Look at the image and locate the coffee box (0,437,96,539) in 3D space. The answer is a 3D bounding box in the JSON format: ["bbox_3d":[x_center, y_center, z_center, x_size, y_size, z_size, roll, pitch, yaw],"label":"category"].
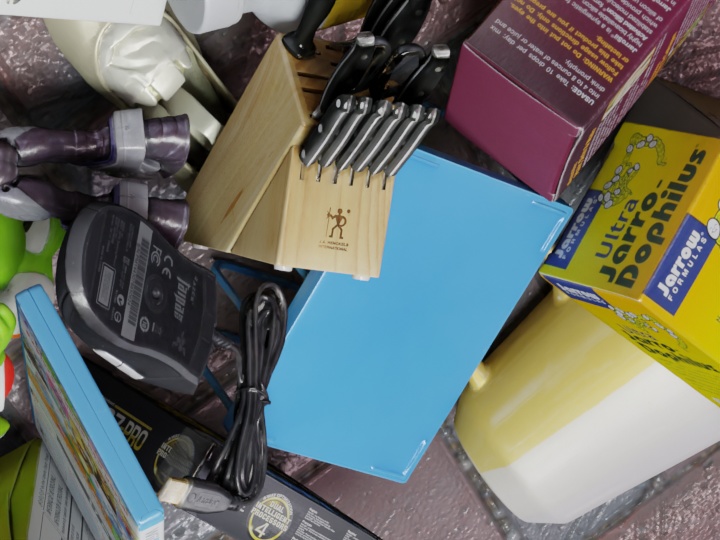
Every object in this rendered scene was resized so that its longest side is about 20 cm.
[{"bbox_3d":[-0.217,0.250,1.468,0.199,0.200,0.198,-31,105,4],"label":"coffee box"}]

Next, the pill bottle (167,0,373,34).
[{"bbox_3d":[-0.009,-0.193,1.405,0.199,0.112,0.113,-18,128,-19],"label":"pill bottle"}]

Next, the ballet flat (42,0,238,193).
[{"bbox_3d":[-0.106,-0.103,1.441,0.069,0.070,0.200,-41,132,1],"label":"ballet flat"}]

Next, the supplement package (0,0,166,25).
[{"bbox_3d":[-0.195,-0.203,1.286,0.199,0.117,0.118,0,120,-31],"label":"supplement package"}]

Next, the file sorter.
[{"bbox_3d":[0.000,0.000,1.534,0.138,0.123,0.201,18,110,-37],"label":"file sorter"}]

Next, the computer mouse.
[{"bbox_3d":[-0.112,0.052,1.371,0.200,0.046,0.141,29,62,-54],"label":"computer mouse"}]

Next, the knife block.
[{"bbox_3d":[-0.025,-0.089,1.391,0.064,0.200,0.177,8,92,-27],"label":"knife block"}]

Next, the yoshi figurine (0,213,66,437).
[{"bbox_3d":[-0.233,0.036,1.430,0.112,0.112,0.201,25,84,-6],"label":"yoshi figurine"}]

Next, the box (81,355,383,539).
[{"bbox_3d":[-0.077,0.133,1.552,0.200,0.161,0.049,35,87,-40],"label":"box"}]

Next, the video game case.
[{"bbox_3d":[-0.146,0.106,1.409,0.018,0.144,0.200,-26,161,-14],"label":"video game case"}]

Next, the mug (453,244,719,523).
[{"bbox_3d":[0.134,0.071,1.674,0.153,0.187,0.149,-38,169,10],"label":"mug"}]

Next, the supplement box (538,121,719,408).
[{"bbox_3d":[0.225,0.013,1.527,0.200,0.109,0.109,34,81,-29],"label":"supplement box"}]

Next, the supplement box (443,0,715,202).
[{"bbox_3d":[0.143,-0.153,1.470,0.200,0.085,0.110,-50,171,-18],"label":"supplement box"}]

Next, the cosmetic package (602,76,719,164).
[{"bbox_3d":[0.267,-0.052,1.668,0.199,0.105,0.071,15,110,-38],"label":"cosmetic package"}]

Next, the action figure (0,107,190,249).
[{"bbox_3d":[-0.191,-0.052,1.375,0.199,0.131,0.069,8,158,-22],"label":"action figure"}]
